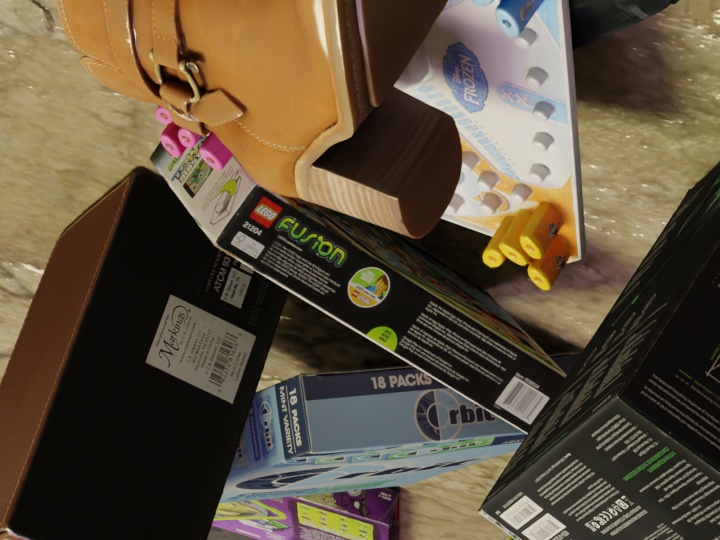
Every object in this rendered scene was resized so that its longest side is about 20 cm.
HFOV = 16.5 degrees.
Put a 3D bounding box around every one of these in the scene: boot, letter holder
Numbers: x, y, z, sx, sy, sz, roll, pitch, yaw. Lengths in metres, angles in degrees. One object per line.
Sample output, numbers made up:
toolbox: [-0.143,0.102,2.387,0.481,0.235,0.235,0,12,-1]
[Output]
boot: [-0.046,-0.097,0.907,0.155,0.074,0.200,25,149,22]
letter holder: [-0.130,0.073,1.296,0.100,0.200,0.142,26,156,-18]

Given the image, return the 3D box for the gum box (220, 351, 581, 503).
gum box: [0.000,0.088,1.344,0.170,0.045,0.200,-3,168,-30]

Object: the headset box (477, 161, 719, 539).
headset box: [0.157,0.025,0.991,0.093,0.200,0.174,36,155,-1]

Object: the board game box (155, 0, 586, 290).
board game box: [-0.010,-0.086,0.988,0.200,0.026,0.200,20,150,21]

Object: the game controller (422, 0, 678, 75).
game controller: [0.040,-0.117,0.961,0.104,0.042,0.200,43,149,-18]

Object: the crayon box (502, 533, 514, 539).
crayon box: [0.094,0.218,1.461,0.052,0.200,0.126,16,158,4]

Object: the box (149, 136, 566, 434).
box: [0.000,0.000,1.177,0.200,0.035,0.110,32,-171,-30]

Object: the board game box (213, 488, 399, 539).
board game box: [-0.072,0.149,1.653,0.200,0.032,0.120,16,153,7]
